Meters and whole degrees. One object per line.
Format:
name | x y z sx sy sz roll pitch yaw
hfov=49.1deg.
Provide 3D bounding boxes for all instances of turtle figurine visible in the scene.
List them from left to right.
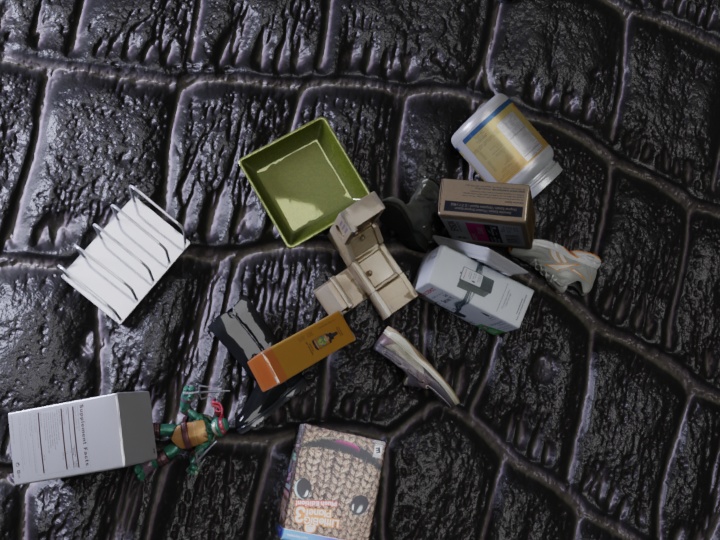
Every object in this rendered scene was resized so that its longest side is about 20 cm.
turtle figurine | -0.306 0.291 1.390 0.198 0.101 0.151 -18 68 1

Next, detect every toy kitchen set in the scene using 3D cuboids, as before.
toy kitchen set | 0.000 0.000 1.466 0.162 0.180 0.201 -34 86 -14

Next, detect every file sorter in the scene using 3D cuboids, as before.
file sorter | -0.424 -0.030 1.414 0.138 0.125 0.201 39 75 -2

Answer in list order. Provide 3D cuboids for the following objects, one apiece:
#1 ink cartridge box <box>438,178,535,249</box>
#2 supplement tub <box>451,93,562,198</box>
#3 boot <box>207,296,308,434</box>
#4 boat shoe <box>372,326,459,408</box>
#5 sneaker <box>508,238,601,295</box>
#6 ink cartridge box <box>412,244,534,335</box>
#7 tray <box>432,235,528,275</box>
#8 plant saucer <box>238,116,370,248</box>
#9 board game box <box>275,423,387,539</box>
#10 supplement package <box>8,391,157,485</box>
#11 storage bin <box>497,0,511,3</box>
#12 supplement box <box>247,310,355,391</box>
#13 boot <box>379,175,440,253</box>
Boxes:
ink cartridge box | 0.245 -0.105 1.503 0.163 0.200 0.076 5 79 17
supplement tub | 0.296 -0.238 1.590 0.144 0.145 0.200 -41 90 -16
boot | -0.213 0.172 1.444 0.164 0.066 0.201 -37 94 -28
boat shoe | 0.105 0.196 1.511 0.065 0.072 0.200 -44 94 -3
sneaker | 0.393 -0.005 1.605 0.198 0.076 0.093 14 81 -7
ink cartridge box | 0.210 0.041 1.519 0.199 0.147 0.084 27 77 -4
tray | 0.221 -0.025 1.499 0.107 0.200 0.022 26 87 -27
plant saucer | -0.107 -0.169 1.545 0.199 0.048 0.201 -30 86 -15
board game box | -0.053 0.391 1.423 0.158 0.097 0.202 13 77 -9
supplement package | -0.460 0.277 1.317 0.198 0.121 0.121 -11 81 9
storage bin | 0.291 -0.699 1.705 0.199 0.094 0.136 38 74 -2
supplement box | -0.105 0.145 1.438 0.199 0.069 0.067 -26 85 -39
boot | 0.103 -0.130 1.523 0.067 0.200 0.132 15 75 28
